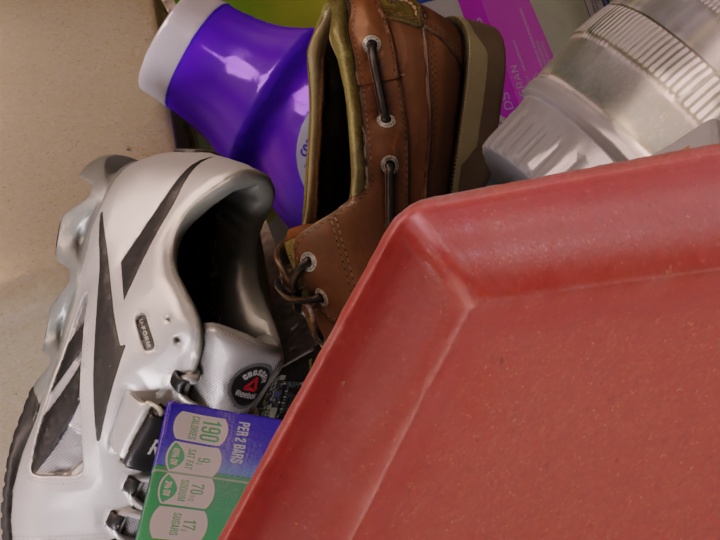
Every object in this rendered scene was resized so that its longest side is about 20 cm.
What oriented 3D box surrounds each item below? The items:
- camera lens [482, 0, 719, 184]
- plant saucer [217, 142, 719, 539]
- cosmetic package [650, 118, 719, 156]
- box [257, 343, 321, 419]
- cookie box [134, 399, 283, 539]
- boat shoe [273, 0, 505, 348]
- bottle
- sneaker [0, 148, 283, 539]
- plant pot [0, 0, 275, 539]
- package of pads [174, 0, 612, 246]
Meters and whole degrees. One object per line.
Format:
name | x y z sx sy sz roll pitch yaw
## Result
camera lens | 0.162 -0.053 0.778 0.200 0.160 0.160 -41 30 -2
plant saucer | 0.042 0.060 0.534 0.200 0.037 0.200 -10 45 51
cosmetic package | 0.073 0.063 0.603 0.101 0.071 0.200 -31 31 28
box | -0.046 0.123 0.887 0.193 0.048 0.200 -29 31 13
cookie box | 0.027 0.134 0.662 0.199 0.075 0.171 9 41 0
boat shoe | 0.000 0.000 0.822 0.072 0.068 0.201 -27 54 61
bottle | 0.008 -0.040 0.903 0.084 0.200 0.065 -57 -8 -1
sneaker | -0.071 0.051 0.830 0.088 0.074 0.201 -4 77 42
plant pot | -0.140 -0.009 0.997 0.177 0.200 0.200 -16 57 7
package of pads | 0.029 -0.085 0.974 0.200 0.155 0.068 -9 20 38
